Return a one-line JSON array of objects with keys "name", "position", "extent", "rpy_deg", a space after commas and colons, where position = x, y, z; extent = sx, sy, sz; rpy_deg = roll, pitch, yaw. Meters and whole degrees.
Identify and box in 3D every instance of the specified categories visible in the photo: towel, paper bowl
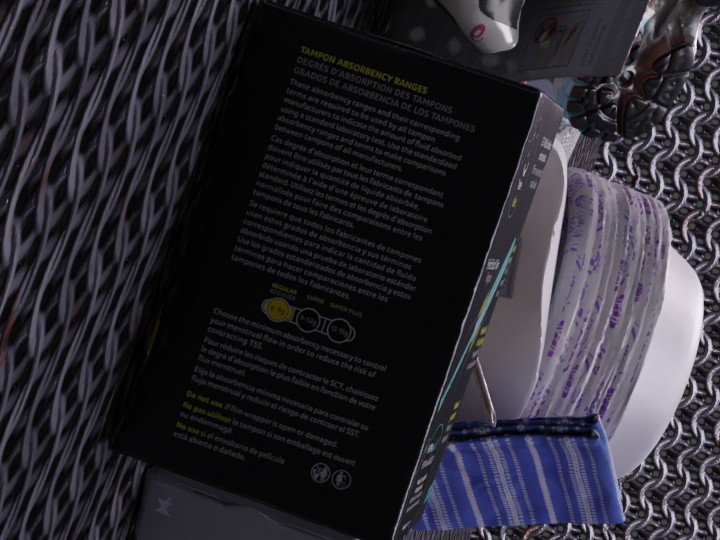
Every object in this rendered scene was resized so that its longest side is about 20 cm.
[{"name": "towel", "position": [0.045, 0.123, 1.695], "extent": [0.145, 0.200, 0.024], "rpy_deg": [70, 19, -62]}, {"name": "paper bowl", "position": [0.133, 0.047, 1.788], "extent": [0.201, 0.104, 0.201], "rpy_deg": [-159, -90, -79]}]

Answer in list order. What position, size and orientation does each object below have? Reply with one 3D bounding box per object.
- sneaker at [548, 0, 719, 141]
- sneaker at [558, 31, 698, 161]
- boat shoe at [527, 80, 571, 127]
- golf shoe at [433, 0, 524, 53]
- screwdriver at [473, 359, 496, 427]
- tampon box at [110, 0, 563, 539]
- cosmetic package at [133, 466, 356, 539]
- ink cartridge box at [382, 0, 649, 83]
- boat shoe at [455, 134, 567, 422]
[{"name": "sneaker", "position": [0.156, -0.169, 1.543], "extent": [0.200, 0.078, 0.086], "rpy_deg": [-52, -142, 17]}, {"name": "sneaker", "position": [0.145, -0.127, 1.713], "extent": [0.077, 0.085, 0.200], "rpy_deg": [-54, 165, -59]}, {"name": "boat shoe", "position": [0.145, -0.171, 1.633], "extent": [0.068, 0.072, 0.200], "rpy_deg": [4, 108, -62]}, {"name": "golf shoe", "position": [0.074, -0.184, 1.492], "extent": [0.200, 0.077, 0.088], "rpy_deg": [-53, 125, -49]}, {"name": "screwdriver", "position": [0.040, -0.009, 1.615], "extent": [0.028, 0.029, 0.200], "rpy_deg": [41, 37, -76]}, {"name": "tampon box", "position": [-0.006, 0.000, 1.284], "extent": [0.150, 0.126, 0.200], "rpy_deg": [0, 109, -83]}, {"name": "cosmetic package", "position": [-0.032, 0.097, 1.450], "extent": [0.200, 0.107, 0.090], "rpy_deg": [-57, 165, -54]}, {"name": "ink cartridge box", "position": [0.101, -0.149, 1.539], "extent": [0.200, 0.047, 0.160], "rpy_deg": [-2, -122, 49]}, {"name": "boat shoe", "position": [0.075, 0.007, 1.684], "extent": [0.069, 0.072, 0.200], "rpy_deg": [-56, 154, -70]}]
